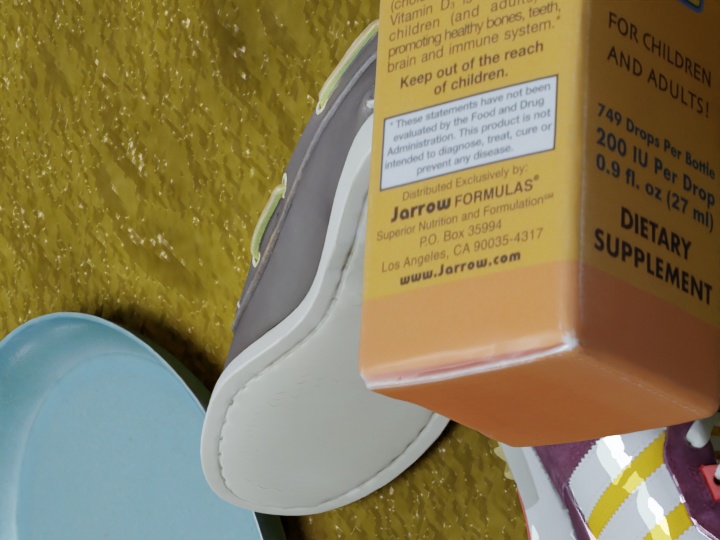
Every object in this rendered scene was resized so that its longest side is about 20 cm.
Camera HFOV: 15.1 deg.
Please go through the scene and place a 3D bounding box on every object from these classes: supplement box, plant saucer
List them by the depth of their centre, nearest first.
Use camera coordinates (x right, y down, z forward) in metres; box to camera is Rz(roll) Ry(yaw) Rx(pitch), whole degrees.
[{"bbox_3d":[0.048,-0.062,0.668,0.069,0.067,0.200,-14,65,38],"label":"supplement box"},{"bbox_3d":[-0.081,0.112,0.952,0.200,0.027,0.200,14,108,49],"label":"plant saucer"}]

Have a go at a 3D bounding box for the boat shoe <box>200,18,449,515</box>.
[{"bbox_3d":[0.000,0.000,0.801,0.200,0.072,0.060,115,158,-47],"label":"boat shoe"}]

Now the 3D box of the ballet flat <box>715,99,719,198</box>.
[{"bbox_3d":[0.130,-0.061,0.635,0.200,0.046,0.067,-38,51,46],"label":"ballet flat"}]

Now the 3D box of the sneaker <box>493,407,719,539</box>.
[{"bbox_3d":[0.089,0.061,0.713,0.090,0.075,0.200,-4,96,35],"label":"sneaker"}]
